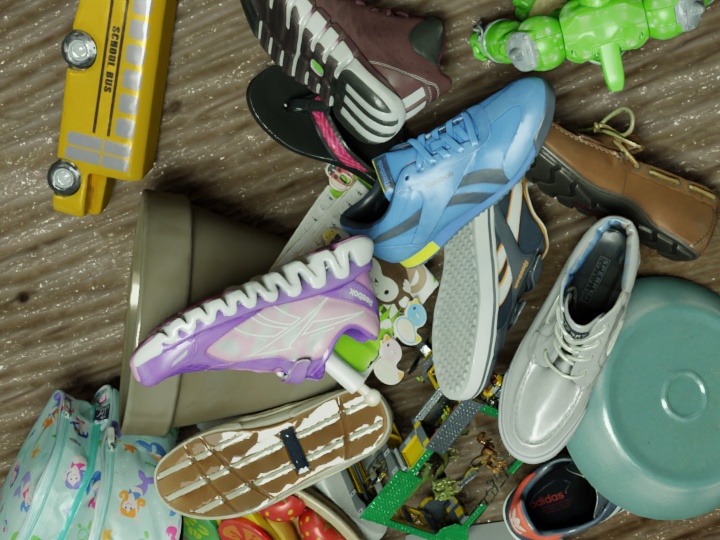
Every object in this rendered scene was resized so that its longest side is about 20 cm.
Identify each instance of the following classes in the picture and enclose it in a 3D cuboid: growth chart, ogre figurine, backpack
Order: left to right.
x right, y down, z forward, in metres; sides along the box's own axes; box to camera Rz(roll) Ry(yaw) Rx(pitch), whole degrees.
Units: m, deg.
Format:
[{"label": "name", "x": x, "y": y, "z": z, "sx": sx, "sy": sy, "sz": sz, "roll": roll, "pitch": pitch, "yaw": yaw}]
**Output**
[{"label": "backpack", "x": -0.229, "y": 0.212, "z": 1.057, "sx": 0.150, "sy": 0.201, "sz": 0.178, "roll": 21, "pitch": 114, "yaw": -28}, {"label": "growth chart", "x": 0.000, "y": 0.000, "z": 0.997, "sx": 0.144, "sy": 0.201, "sz": 0.018, "roll": 35, "pitch": 143, "yaw": -11}, {"label": "ogre figurine", "x": 0.182, "y": -0.189, "z": 0.927, "sx": 0.198, "sy": 0.120, "sz": 0.099, "roll": 5, "pitch": 111, "yaw": 4}]

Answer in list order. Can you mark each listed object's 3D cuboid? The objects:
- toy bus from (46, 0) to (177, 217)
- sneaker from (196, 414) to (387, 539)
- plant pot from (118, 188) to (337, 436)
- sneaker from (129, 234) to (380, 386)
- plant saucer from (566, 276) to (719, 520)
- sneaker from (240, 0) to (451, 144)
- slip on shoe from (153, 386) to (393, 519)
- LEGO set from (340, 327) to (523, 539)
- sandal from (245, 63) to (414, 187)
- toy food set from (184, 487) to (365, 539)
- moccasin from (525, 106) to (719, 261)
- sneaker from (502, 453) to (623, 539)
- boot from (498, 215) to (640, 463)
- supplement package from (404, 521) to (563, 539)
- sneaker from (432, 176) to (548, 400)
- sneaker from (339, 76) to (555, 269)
[{"label": "toy bus", "x": -0.204, "y": -0.144, "z": 1.019, "sx": 0.077, "sy": 0.065, "sz": 0.202, "roll": 12, "pitch": 110, "yaw": 1}, {"label": "sneaker", "x": -0.063, "y": 0.180, "z": 1.126, "sx": 0.200, "sy": 0.075, "sz": 0.088, "roll": 44, "pitch": 122, "yaw": -4}, {"label": "plant pot", "x": -0.105, "y": 0.040, "z": 1.022, "sx": 0.172, "sy": 0.200, "sz": 0.202, "roll": 5, "pitch": 111, "yaw": -12}, {"label": "sneaker", "x": -0.066, "y": 0.047, "z": 0.893, "sx": 0.199, "sy": 0.080, "sz": 0.089, "roll": -23, "pitch": 95, "yaw": -19}, {"label": "plant saucer", "x": 0.259, "y": 0.103, "z": 1.013, "sx": 0.198, "sy": 0.036, "sz": 0.202, "roll": 2, "pitch": 83, "yaw": -13}, {"label": "sneaker", "x": -0.005, "y": -0.192, "z": 0.981, "sx": 0.200, "sy": 0.115, "sz": 0.076, "roll": 50, "pitch": 150, "yaw": 18}, {"label": "slip on shoe", "x": -0.068, "y": 0.145, "z": 1.001, "sx": 0.198, "sy": 0.061, "sz": 0.077, "roll": -24, "pitch": 84, "yaw": 3}, {"label": "LEGO set", "x": 0.066, "y": 0.139, "z": 1.086, "sx": 0.153, "sy": 0.116, "sz": 0.201, "roll": 15, "pitch": 119, "yaw": -31}, {"label": "sandal", "x": 0.002, "y": -0.110, "z": 1.002, "sx": 0.199, "sy": 0.045, "sz": 0.076, "roll": 30, "pitch": 74, "yaw": -10}, {"label": "toy food set", "x": -0.072, "y": 0.258, "z": 1.119, "sx": 0.197, "sy": 0.049, "sz": 0.201, "roll": -10, "pitch": 122, "yaw": 40}, {"label": "moccasin", "x": 0.201, "y": -0.083, "z": 0.988, "sx": 0.200, "sy": 0.074, "sz": 0.078, "roll": 26, "pitch": 79, "yaw": -6}, {"label": "sneaker", "x": 0.214, "y": 0.173, "z": 1.049, "sx": 0.199, "sy": 0.085, "sz": 0.075, "roll": -32, "pitch": 77, "yaw": -3}, {"label": "boot", "x": 0.158, "y": 0.051, "z": 0.948, "sx": 0.073, "sy": 0.096, "sz": 0.202, "roll": 21, "pitch": 85, "yaw": 13}, {"label": "supplement package", "x": 0.126, "y": 0.354, "z": 1.113, "sx": 0.149, "sy": 0.152, "sz": 0.202, "roll": -10, "pitch": 108, "yaw": 10}, {"label": "sneaker", "x": 0.108, "y": 0.005, "z": 0.993, "sx": 0.079, "sy": 0.078, "sz": 0.202, "roll": 9, "pitch": 80, "yaw": -27}, {"label": "sneaker", "x": 0.062, "y": -0.079, "z": 0.938, "sx": 0.078, "sy": 0.066, "sz": 0.200, "roll": 26, "pitch": 127, "yaw": -30}]
